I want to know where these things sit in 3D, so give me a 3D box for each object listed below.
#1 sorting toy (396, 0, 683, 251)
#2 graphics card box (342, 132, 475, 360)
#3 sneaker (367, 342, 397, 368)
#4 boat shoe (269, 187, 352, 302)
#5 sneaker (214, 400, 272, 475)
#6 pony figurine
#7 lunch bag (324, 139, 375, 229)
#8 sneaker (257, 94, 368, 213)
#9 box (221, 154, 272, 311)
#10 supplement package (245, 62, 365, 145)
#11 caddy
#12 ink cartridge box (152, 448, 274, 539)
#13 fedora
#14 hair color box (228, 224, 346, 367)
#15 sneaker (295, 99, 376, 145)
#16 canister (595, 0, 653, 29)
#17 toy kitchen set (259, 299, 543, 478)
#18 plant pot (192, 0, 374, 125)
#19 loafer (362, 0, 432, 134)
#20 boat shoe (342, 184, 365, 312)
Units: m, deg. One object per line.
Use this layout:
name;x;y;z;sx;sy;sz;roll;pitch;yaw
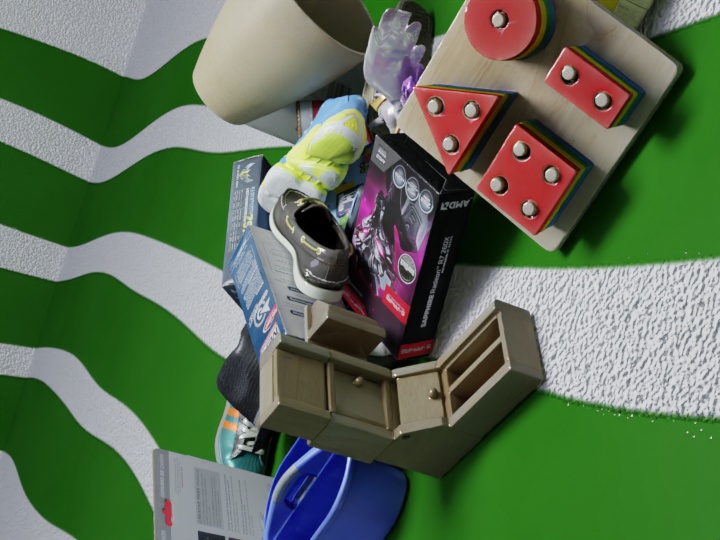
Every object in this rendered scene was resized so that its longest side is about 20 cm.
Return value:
sorting toy;0.141;-0.151;1.045;0.198;0.069;0.201;41;118;17
graphics card box;0.045;-0.025;1.224;0.126;0.050;0.202;48;134;43
sneaker;-0.007;0.144;1.320;0.200;0.076;0.083;-45;61;46
boat shoe;-0.050;-0.043;1.305;0.202;0.071;0.061;-117;42;-54
sneaker;-0.140;0.187;1.543;0.080;0.070;0.202;-50;30;47
pony figurine;0.074;-0.174;1.286;0.194;0.164;0.202;-60;40;40
lunch bag;-0.016;-0.058;1.466;0.199;0.093;0.152;-34;42;35
sneaker;-0.048;-0.141;1.438;0.199;0.075;0.106;-34;25;45
box;-0.120;-0.025;1.559;0.050;0.158;0.202;-13;52;19
supplement package;-0.067;-0.259;1.654;0.199;0.120;0.122;-14;60;62
caddy;-0.039;0.234;1.247;0.201;0.104;0.142;-57;26;28
ink cartridge box;-0.179;0.325;1.398;0.084;0.174;0.201;-56;27;29
fedora;-0.118;0.121;1.435;0.203;0.091;0.201;-63;-2;-4
hair color box;-0.072;0.040;1.280;0.061;0.099;0.201;-59;31;24
sneaker;-0.025;-0.155;1.569;0.201;0.111;0.072;88;174;-61
canister;0.206;-0.250;1.106;0.202;0.086;0.149;-63;26;22
toy kitchen set;0.029;0.060;1.113;0.181;0.198;0.165;-50;32;38
plant pot;-0.112;-0.279;1.470;0.199;0.186;0.189;-38;37;27
loafer;0.043;-0.242;1.472;0.068;0.075;0.202;-37;32;53
boat shoe;0.000;0.000;1.360;0.068;0.084;0.202;29;101;38
